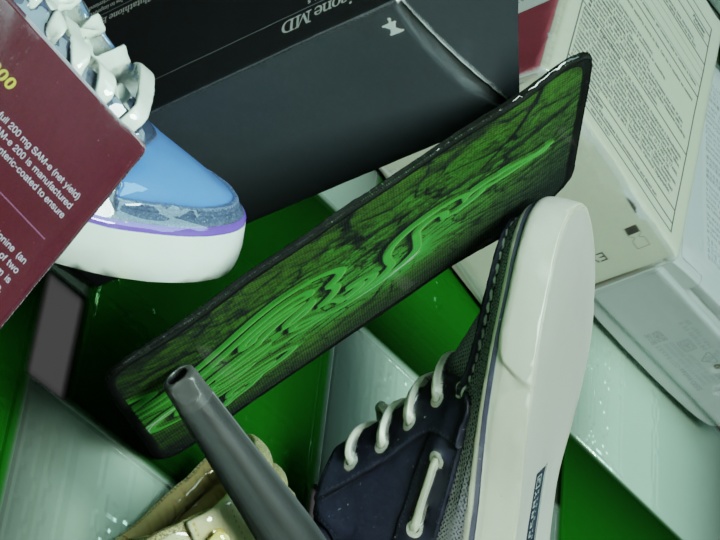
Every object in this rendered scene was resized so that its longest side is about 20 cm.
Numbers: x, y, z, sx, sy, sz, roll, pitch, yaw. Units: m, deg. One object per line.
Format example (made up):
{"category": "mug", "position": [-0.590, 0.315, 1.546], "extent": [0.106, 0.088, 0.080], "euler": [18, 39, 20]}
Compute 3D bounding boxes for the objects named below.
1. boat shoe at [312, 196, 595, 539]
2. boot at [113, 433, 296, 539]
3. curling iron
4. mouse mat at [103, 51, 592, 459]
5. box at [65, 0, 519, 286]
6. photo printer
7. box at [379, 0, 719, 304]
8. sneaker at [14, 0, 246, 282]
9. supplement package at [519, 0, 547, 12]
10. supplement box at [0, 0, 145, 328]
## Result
{"category": "boat shoe", "position": [0.032, 0.063, 0.921], "extent": [0.075, 0.092, 0.201], "euler": [-15, 117, -66]}
{"category": "boot", "position": [-0.041, 0.163, 0.832], "extent": [0.156, 0.073, 0.200], "euler": [60, 30, -16]}
{"category": "curling iron", "position": [-0.008, 0.105, 0.830], "extent": [0.200, 0.026, 0.050], "euler": [49, 66, -26]}
{"category": "mouse mat", "position": [0.000, 0.000, 0.842], "extent": [0.008, 0.200, 0.161], "euler": [55, -6, 13]}
{"category": "box", "position": [-0.043, -0.097, 0.863], "extent": [0.079, 0.199, 0.142], "euler": [39, 42, -39]}
{"category": "photo printer", "position": [0.184, -0.034, 1.312], "extent": [0.166, 0.069, 0.201], "euler": [42, 39, -37]}
{"category": "box", "position": [0.096, -0.094, 1.171], "extent": [0.128, 0.109, 0.200], "euler": [52, 34, -26]}
{"category": "sneaker", "position": [-0.107, -0.093, 0.752], "extent": [0.199, 0.147, 0.081], "euler": [22, 17, -11]}
{"category": "supplement package", "position": [0.019, -0.185, 1.013], "extent": [0.111, 0.199, 0.156], "euler": [45, 38, -34]}
{"category": "supplement box", "position": [-0.165, 0.001, 0.654], "extent": [0.200, 0.061, 0.109], "euler": [-51, 122, -18]}
